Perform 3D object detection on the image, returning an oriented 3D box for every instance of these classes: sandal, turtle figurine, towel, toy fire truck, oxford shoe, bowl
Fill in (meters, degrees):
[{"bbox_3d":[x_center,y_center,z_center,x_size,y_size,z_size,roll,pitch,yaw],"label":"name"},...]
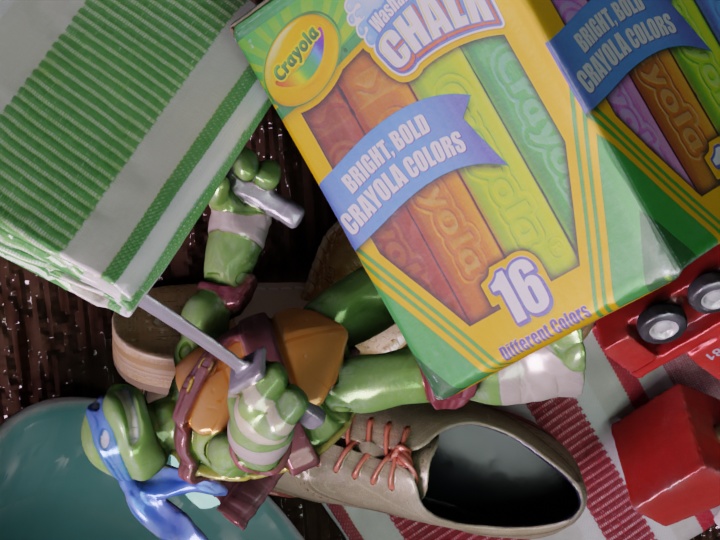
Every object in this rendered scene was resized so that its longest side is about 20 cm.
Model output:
[{"bbox_3d":[0.001,0.004,1.165,0.211,0.078,0.070,-6,128,-10],"label":"sandal"},{"bbox_3d":[-0.020,0.006,1.071,0.194,0.144,0.200,-13,102,-8],"label":"turtle figurine"},{"bbox_3d":[0.093,0.092,1.279,0.200,0.023,0.144,-31,124,1],"label":"towel"},{"bbox_3d":[-0.135,-0.079,0.998,0.200,0.153,0.023,26,145,8],"label":"towel"},{"bbox_3d":[0.170,0.023,1.174,0.200,0.049,0.141,-32,137,24],"label":"toy fire truck"},{"bbox_3d":[0.004,0.069,1.186,0.200,0.075,0.071,11,89,-10],"label":"oxford shoe"},{"bbox_3d":[-0.107,0.164,1.165,0.201,0.201,0.105,28,124,-29],"label":"bowl"}]

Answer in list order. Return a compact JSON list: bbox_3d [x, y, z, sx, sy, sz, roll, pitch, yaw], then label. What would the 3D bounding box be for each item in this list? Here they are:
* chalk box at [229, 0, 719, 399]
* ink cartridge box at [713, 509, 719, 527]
[{"bbox_3d":[0.051,-0.080,0.992,0.125,0.124,0.200,-32,88,42],"label":"chalk box"},{"bbox_3d":[0.295,0.097,1.264,0.147,0.145,0.200,24,107,-40],"label":"ink cartridge box"}]
